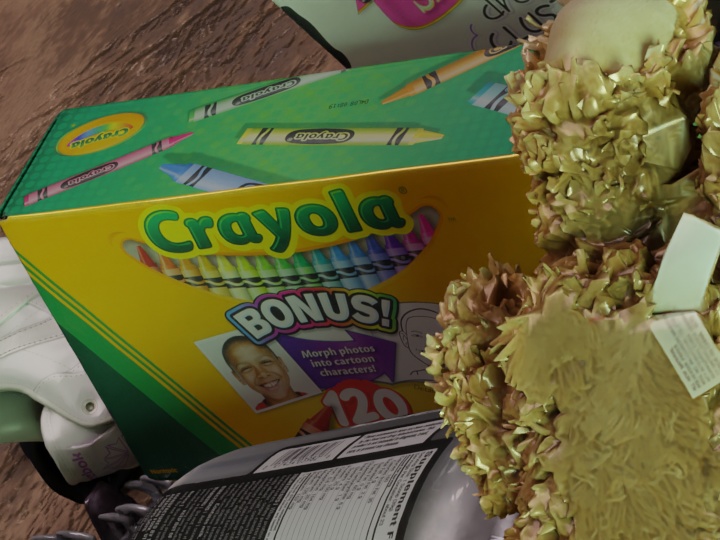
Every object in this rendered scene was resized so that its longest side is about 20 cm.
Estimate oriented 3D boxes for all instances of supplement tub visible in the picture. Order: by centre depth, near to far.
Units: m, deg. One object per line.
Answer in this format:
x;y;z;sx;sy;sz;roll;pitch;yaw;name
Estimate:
0.027;0.099;0.793;0.200;0.122;0.123;-14;41;53;supplement tub

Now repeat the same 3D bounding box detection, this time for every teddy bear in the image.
0.074;0.029;0.648;0.144;0.067;0.201;-11;82;29;teddy bear

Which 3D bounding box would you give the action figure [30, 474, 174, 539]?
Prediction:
-0.035;0.093;0.983;0.199;0.070;0.130;-15;26;46;action figure

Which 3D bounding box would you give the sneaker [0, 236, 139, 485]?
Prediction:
-0.066;0.035;1.078;0.199;0.075;0.100;-5;58;19;sneaker

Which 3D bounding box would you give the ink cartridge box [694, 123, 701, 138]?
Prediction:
0.158;-0.001;0.759;0.146;0.084;0.200;-50;23;-2;ink cartridge box

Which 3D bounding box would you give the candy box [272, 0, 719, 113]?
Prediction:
0.074;-0.103;0.920;0.167;0.200;0.072;-27;31;42;candy box

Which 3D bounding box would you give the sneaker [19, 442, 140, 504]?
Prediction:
-0.124;0.047;1.199;0.200;0.079;0.089;-12;40;54;sneaker

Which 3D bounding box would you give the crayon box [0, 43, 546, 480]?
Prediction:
0.000;0.000;0.913;0.199;0.119;0.058;-6;39;29;crayon box
